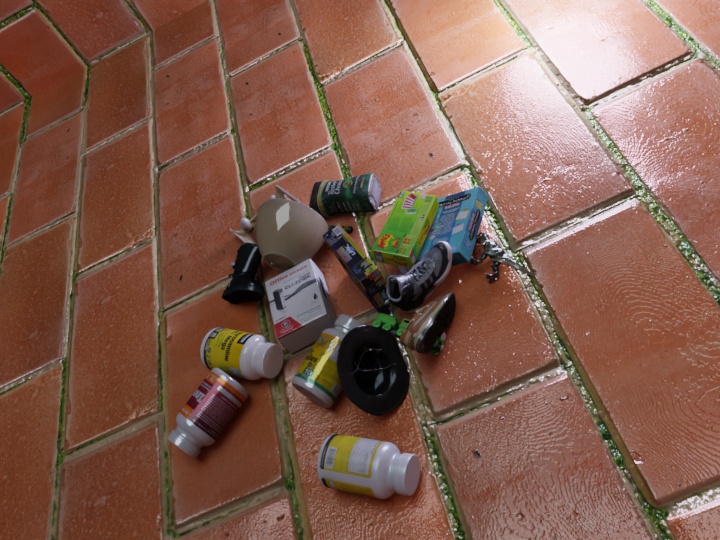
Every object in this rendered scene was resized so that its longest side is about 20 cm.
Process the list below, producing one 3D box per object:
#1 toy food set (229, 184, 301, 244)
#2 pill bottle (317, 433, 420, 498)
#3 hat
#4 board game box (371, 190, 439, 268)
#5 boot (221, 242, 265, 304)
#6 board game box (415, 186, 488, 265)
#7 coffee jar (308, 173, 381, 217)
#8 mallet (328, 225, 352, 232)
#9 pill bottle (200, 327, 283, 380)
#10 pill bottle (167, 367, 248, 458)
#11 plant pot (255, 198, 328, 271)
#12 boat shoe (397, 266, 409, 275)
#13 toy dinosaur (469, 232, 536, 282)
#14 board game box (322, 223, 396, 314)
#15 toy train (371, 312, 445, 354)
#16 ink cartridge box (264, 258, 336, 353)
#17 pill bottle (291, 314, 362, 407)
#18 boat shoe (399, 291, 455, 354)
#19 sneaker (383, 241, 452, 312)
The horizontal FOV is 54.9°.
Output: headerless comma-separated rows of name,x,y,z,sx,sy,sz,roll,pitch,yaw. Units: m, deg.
toy food set,-0.280,-0.157,2.052,0.200,0.061,0.143,-46,48,-10
pill bottle,0.018,0.407,1.435,0.198,0.112,0.113,2,57,28
hat,0.012,0.229,1.566,0.081,0.199,0.202,-27,36,54
board game box,0.114,-0.104,1.728,0.100,0.048,0.201,11,57,25
boot,-0.302,0.003,1.897,0.197,0.073,0.164,-12,53,53
board game box,0.225,-0.102,1.724,0.150,0.047,0.202,-13,47,47
coffee jar,-0.046,-0.209,1.953,0.198,0.086,0.105,-6,53,24
mallet,-0.112,-0.129,1.963,0.197,0.041,0.067,-2,58,21
pill bottle,-0.296,0.212,1.746,0.198,0.113,0.113,6,59,31
pill bottle,-0.372,0.347,1.682,0.112,0.113,0.201,22,68,37
plant pot,-0.198,-0.077,1.858,0.198,0.201,0.136,0,59,27
boat shoe,0.119,-0.076,1.782,0.065,0.072,0.201,-20,41,19
toy dinosaur,0.317,-0.025,1.655,0.088,0.048,0.200,-36,50,-11
board game box,0.000,0.000,1.716,0.056,0.166,0.200,-36,47,-5
toy train,0.114,0.145,1.634,0.198,0.042,0.057,15,51,33
ink cartridge box,-0.153,0.089,1.784,0.143,0.084,0.201,-27,47,7
pill bottle,-0.065,0.208,1.628,0.112,0.113,0.201,19,66,36
boat shoe,0.153,0.109,1.578,0.073,0.077,0.200,11,34,30
sneaker,0.132,0.015,1.626,0.076,0.113,0.201,47,114,33
